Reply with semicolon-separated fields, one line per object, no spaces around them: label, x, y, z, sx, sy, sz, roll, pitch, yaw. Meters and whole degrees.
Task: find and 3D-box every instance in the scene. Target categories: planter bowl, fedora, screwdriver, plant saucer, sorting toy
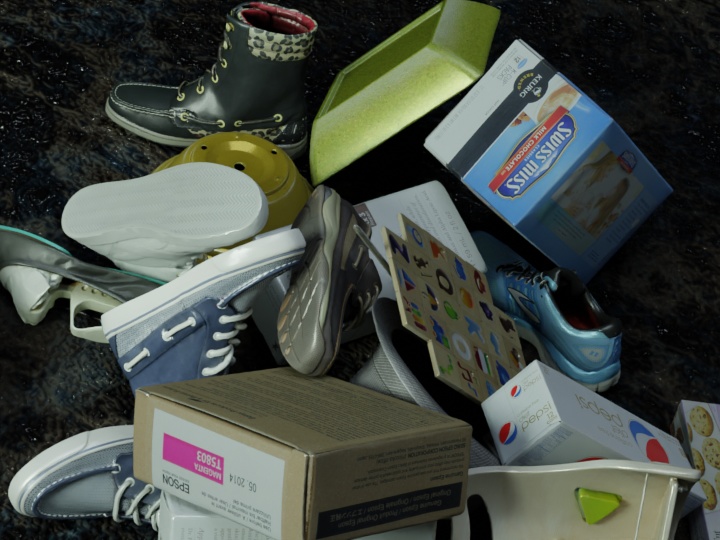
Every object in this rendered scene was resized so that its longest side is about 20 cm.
planter bowl;-0.117;-0.070;1.567;0.200;0.084;0.201;7;42;-7
fedora;0.049;0.126;1.364;0.200;0.090;0.177;46;13;-3
screwdriver;0.031;0.003;1.386;0.029;0.200;0.028;-17;62;7
plant saucer;0.034;-0.186;1.625;0.048;0.200;0.200;52;24;-16
sorting toy;0.146;0.226;1.274;0.180;0.201;0.107;10;3;3

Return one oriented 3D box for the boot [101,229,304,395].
boot;-0.115;0.042;1.367;0.073;0.200;0.091;-16;81;-61

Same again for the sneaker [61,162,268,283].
sneaker;-0.144;-0.033;1.450;0.200;0.116;0.074;-1;64;31

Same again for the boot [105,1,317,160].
boot;-0.142;-0.194;1.638;0.203;0.154;0.074;11;40;-1

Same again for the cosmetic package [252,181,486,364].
cosmetic package;0.000;0.000;1.501;0.200;0.074;0.102;-19;72;-31

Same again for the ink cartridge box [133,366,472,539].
ink cartridge box;-0.045;0.132;1.239;0.165;0.075;0.200;-6;15;-43

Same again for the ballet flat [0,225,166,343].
ballet flat;-0.251;0.018;1.457;0.200;0.068;0.069;17;55;4

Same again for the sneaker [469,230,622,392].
sneaker;0.169;0.019;1.539;0.078;0.090;0.200;-28;55;-36

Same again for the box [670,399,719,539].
box;0.298;0.196;1.422;0.041;0.039;0.200;6;43;-6

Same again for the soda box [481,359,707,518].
soda box;0.190;0.147;1.356;0.200;0.064;0.068;30;29;-38

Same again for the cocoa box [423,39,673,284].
cocoa box;0.179;-0.096;1.563;0.131;0.133;0.200;46;7;30

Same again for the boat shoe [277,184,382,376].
boat shoe;-0.017;0.010;1.374;0.073;0.075;0.200;24;41;-18

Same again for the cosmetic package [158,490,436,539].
cosmetic package;-0.050;0.218;1.256;0.199;0.102;0.074;3;11;-13

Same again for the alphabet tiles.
alphabet tiles;0.084;0.044;1.402;0.200;0.006;0.167;34;33;-44

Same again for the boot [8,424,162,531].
boot;-0.165;0.170;1.307;0.200;0.073;0.090;-14;48;-30
